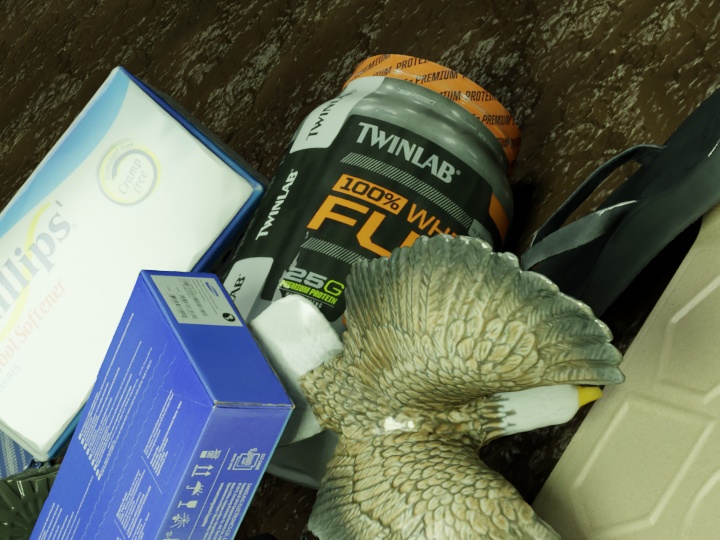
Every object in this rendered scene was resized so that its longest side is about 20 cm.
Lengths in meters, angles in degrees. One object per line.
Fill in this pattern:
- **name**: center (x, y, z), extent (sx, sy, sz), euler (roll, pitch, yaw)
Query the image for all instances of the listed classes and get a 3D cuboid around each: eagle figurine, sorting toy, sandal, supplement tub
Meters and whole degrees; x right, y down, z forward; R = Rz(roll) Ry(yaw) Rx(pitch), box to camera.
- **eagle figurine**: center (0.035, 0.063, 1.094), extent (0.151, 0.152, 0.200), euler (-37, 8, 1)
- **sorting toy**: center (0.160, 0.067, 1.068), extent (0.201, 0.036, 0.185), euler (-61, 28, -8)
- **sandal**: center (0.117, -0.029, 1.184), extent (0.200, 0.043, 0.076), euler (-49, 14, 44)
- **supplement tub**: center (0.000, 0.000, 1.284), extent (0.122, 0.122, 0.201), euler (-8, 51, 52)

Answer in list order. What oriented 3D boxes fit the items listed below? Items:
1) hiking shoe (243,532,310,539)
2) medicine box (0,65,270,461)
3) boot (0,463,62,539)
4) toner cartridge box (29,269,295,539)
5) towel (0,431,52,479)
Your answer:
- **hiking shoe**: center (-0.102, 0.176, 1.301), extent (0.199, 0.075, 0.087), euler (-5, 37, 47)
- **medicine box**: center (-0.136, -0.002, 1.388), extent (0.183, 0.103, 0.200), euler (-51, -2, 2)
- **boot**: center (-0.205, 0.141, 1.371), extent (0.200, 0.181, 0.073), euler (-8, 91, 58)
- **toner cartridge box**: center (-0.099, 0.107, 1.174), extent (0.095, 0.043, 0.201), euler (58, 133, 43)
- **towel**: center (-0.268, 0.159, 1.606), extent (0.200, 0.024, 0.145), euler (-46, 26, 8)
